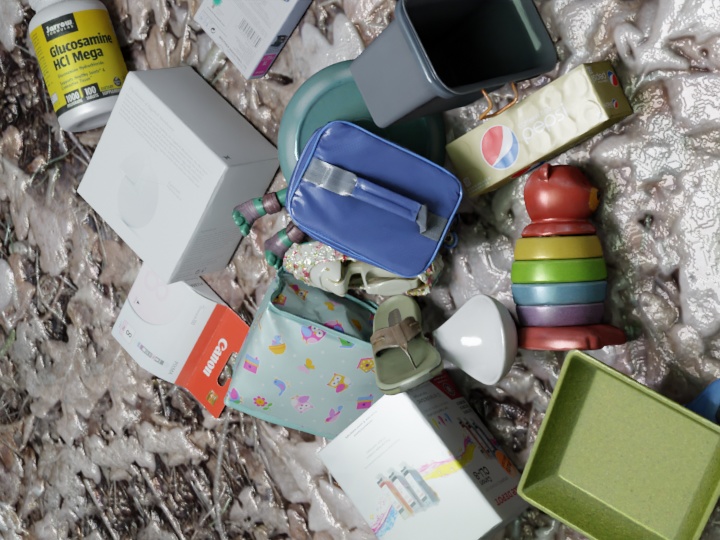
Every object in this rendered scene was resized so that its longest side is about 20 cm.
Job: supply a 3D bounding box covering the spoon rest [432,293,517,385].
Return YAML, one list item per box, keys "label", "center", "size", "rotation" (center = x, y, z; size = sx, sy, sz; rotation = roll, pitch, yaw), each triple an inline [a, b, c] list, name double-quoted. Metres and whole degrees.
- label: "spoon rest"
  center: [0.125, 0.079, 1.520]
  size: [0.200, 0.060, 0.100]
  rotation: [160, 104, -77]

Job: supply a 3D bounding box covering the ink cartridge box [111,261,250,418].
- label: "ink cartridge box"
  center: [-0.248, 0.090, 1.879]
  size: [0.200, 0.057, 0.163]
  rotation: [46, 123, 25]

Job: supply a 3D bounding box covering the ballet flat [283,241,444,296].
- label: "ballet flat"
  center: [0.000, 0.000, 1.616]
  size: [0.199, 0.064, 0.076]
  rotation: [-2, 136, 13]

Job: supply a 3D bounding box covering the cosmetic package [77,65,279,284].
- label: "cosmetic package"
  center: [-0.238, -0.128, 1.772]
  size: [0.199, 0.123, 0.200]
  rotation: [44, 124, 20]

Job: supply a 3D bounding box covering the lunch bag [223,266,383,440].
- label: "lunch bag"
  center: [-0.046, 0.114, 1.686]
  size: [0.199, 0.122, 0.171]
  rotation: [21, 117, -7]

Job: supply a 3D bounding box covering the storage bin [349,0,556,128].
- label: "storage bin"
  center: [0.096, -0.222, 1.468]
  size: [0.134, 0.200, 0.146]
  rotation: [-32, 81, 48]

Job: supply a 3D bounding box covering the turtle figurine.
- label: "turtle figurine"
  center: [-0.051, -0.089, 1.657]
  size: [0.200, 0.101, 0.150]
  rotation: [-31, 100, 19]

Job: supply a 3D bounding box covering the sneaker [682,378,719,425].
- label: "sneaker"
  center: [0.333, 0.186, 1.453]
  size: [0.078, 0.066, 0.201]
  rotation: [33, 121, 14]

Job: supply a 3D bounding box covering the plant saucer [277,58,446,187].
- label: "plant saucer"
  center: [0.003, -0.146, 1.574]
  size: [0.199, 0.027, 0.201]
  rotation: [0, 96, -4]

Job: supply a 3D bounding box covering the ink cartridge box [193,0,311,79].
- label: "ink cartridge box"
  center: [-0.120, -0.352, 1.684]
  size: [0.119, 0.042, 0.200]
  rotation: [49, 127, 17]

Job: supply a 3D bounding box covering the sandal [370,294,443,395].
- label: "sandal"
  center: [0.040, 0.079, 1.554]
  size: [0.080, 0.201, 0.057]
  rotation: [-27, 118, 4]

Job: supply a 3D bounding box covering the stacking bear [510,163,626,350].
- label: "stacking bear"
  center: [0.220, -0.017, 1.474]
  size: [0.113, 0.121, 0.201]
  rotation: [-1, 91, 30]

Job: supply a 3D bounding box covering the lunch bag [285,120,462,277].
- label: "lunch bag"
  center: [0.019, -0.076, 1.503]
  size: [0.199, 0.132, 0.136]
  rotation: [24, 95, -5]

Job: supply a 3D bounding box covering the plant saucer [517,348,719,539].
- label: "plant saucer"
  center: [0.286, 0.200, 1.423]
  size: [0.199, 0.048, 0.201]
  rotation: [29, 122, 23]

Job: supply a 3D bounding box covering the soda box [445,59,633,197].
- label: "soda box"
  center: [0.194, -0.154, 1.482]
  size: [0.200, 0.064, 0.068]
  rotation: [-29, 83, 38]

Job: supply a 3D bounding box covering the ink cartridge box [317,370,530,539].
- label: "ink cartridge box"
  center: [0.082, 0.244, 1.593]
  size: [0.145, 0.145, 0.200]
  rotation: [-42, 76, 21]

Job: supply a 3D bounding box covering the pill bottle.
- label: "pill bottle"
  center: [-0.387, -0.300, 1.847]
  size: [0.112, 0.112, 0.201]
  rotation: [-20, 89, 38]
